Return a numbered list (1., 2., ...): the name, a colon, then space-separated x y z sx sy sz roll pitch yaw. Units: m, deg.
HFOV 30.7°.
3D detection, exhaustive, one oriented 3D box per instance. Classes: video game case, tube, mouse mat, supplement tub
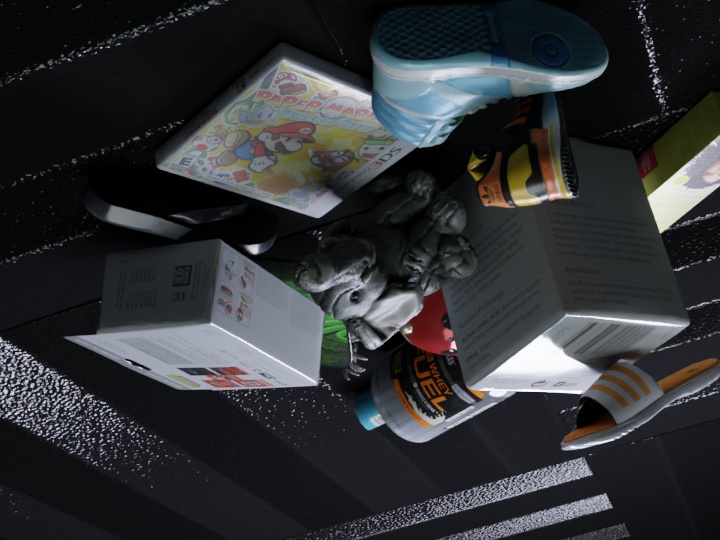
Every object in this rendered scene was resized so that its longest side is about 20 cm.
1. video game case: -0.053 -0.118 1.180 0.199 0.023 0.181 16 142 -42
2. tube: 0.087 0.151 1.728 0.198 0.051 0.077 -25 173 17
3. mouse mat: -0.109 0.042 1.374 0.197 0.008 0.162 3 136 9
4. supplement tub: 0.116 0.118 1.589 0.122 0.124 0.199 14 143 -40

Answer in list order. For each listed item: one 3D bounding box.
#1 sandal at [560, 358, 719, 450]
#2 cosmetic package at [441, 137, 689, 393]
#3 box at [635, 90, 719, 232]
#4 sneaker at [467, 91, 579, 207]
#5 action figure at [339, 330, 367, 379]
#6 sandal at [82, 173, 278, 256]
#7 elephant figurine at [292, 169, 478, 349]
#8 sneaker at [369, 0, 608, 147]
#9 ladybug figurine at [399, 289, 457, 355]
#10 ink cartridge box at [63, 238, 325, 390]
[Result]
1. sandal: 0.266 0.114 1.283 0.205 0.060 0.079 -24 179 -30
2. cosmetic package: 0.188 -0.004 1.295 0.163 0.202 0.165 6 148 -32
3. box: 0.323 -0.101 1.329 0.074 0.051 0.200 4 150 -28
4. sneaker: 0.134 -0.109 1.125 0.089 0.201 0.071 -13 112 10
5. action figure: -0.015 0.059 1.452 0.197 0.103 0.119 -10 142 1
6. sandal: -0.156 -0.057 1.211 0.198 0.076 0.043 10 120 -36
7. elephant figurine: 0.000 0.000 1.230 0.199 0.141 0.157 -37 121 -28
8. sneaker: 0.099 -0.159 1.103 0.197 0.080 0.131 3 149 -6
9. ladybug figurine: 0.132 0.034 1.432 0.198 0.072 0.137 -24 137 -19
10. ink cartridge box: -0.158 0.050 1.272 0.174 0.085 0.200 -6 157 27
